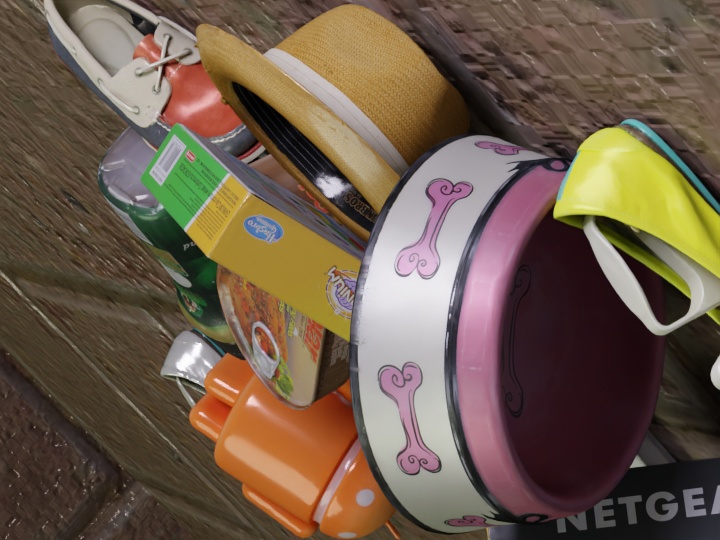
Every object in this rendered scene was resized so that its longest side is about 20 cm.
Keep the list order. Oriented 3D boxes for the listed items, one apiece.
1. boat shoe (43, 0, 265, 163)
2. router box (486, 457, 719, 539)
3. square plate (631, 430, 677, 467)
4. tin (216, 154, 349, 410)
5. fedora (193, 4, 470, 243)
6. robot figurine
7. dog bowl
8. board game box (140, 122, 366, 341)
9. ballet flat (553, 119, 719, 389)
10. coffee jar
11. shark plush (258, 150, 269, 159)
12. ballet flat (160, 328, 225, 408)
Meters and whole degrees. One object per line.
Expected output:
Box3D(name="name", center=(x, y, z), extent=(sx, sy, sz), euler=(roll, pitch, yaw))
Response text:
Box3D(name="boat shoe", center=(-0.131, -0.127, 1.384), extent=(0.200, 0.071, 0.063), euler=(35, 162, 38))
Box3D(name="router box", center=(0.174, 0.158, 1.199), extent=(0.199, 0.052, 0.157), euler=(-8, 151, 7))
Box3D(name="square plate", center=(0.167, 0.136, 1.434), extent=(0.198, 0.028, 0.200), euler=(46, 165, -17))
Box3D(name="tin", center=(-0.043, 0.008, 1.371), extent=(0.112, 0.042, 0.200), euler=(55, 155, 26))
Box3D(name="fedora", center=(0.000, -0.081, 1.148), extent=(0.201, 0.082, 0.201), euler=(44, 173, 6))
Box3D(name="robot figurine", center=(-0.038, 0.140, 1.777), extent=(0.199, 0.144, 0.117), euler=(32, 175, 8))
Box3D(name="dog bowl", center=(0.081, 0.034, 1.076), extent=(0.073, 0.201, 0.200), euler=(4, 144, 35))
Box3D(name="board game box", center=(-0.014, 0.001, 1.202), extent=(0.200, 0.040, 0.153), euler=(32, -175, -25))
Box3D(name="ballet flat", center=(0.171, 0.016, 1.016), extent=(0.200, 0.067, 0.067), euler=(42, 163, 1))
Box3D(name="coffee jar", center=(-0.096, -0.027, 1.498), extent=(0.085, 0.104, 0.200), euler=(34, 164, 35))
Box3D(name="shark plush", center=(0.000, 0.000, 1.414), extent=(0.200, 0.091, 0.083), euler=(34, -166, 11))
Box3D(name="ballet flat", center=(-0.107, 0.139, 2.059), extent=(0.200, 0.069, 0.069), euler=(41, 165, 4))
